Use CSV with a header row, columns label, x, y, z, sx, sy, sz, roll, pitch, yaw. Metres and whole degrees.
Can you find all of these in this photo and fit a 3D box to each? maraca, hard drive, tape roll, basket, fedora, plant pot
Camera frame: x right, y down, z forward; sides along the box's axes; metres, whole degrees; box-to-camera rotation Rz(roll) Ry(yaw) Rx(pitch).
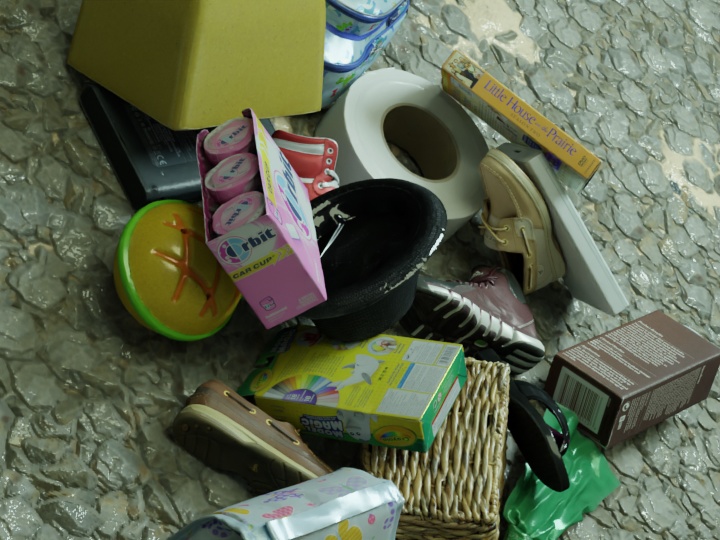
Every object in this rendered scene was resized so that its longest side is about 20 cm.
label,x,y,z,sx,sy,sz,roll,pitch,yaw
maraca,-0.158,-0.006,1.615,0.200,0.107,0.137,-24,96,-54
hard drive,0.221,-0.048,1.887,0.026,0.132,0.200,-33,105,-6
tape roll,0.049,-0.125,1.884,0.202,0.071,0.202,19,50,-25
hard drive,-0.176,-0.141,1.751,0.200,0.033,0.140,-14,69,-42
basket,0.071,0.201,1.669,0.143,0.149,0.200,4,50,6
fedora,0.000,0.000,1.654,0.201,0.201,0.092,-67,148,-44
plant pot,-0.154,-0.276,1.693,0.195,0.200,0.194,-14,35,-42

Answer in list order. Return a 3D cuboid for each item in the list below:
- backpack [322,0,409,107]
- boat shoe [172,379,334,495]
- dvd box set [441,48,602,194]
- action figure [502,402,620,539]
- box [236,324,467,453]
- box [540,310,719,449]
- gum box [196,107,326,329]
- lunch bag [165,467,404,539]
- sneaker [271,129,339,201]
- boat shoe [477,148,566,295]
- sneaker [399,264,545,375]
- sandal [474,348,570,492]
label,x,y,z,sx,sy,sz,roll,pitch,yaw
backpack,-0.052,-0.293,1.875,0.183,0.147,0.200,38,47,-5
boat shoe,-0.076,0.170,1.572,0.200,0.072,0.068,34,47,-9
dvd box set,0.175,-0.161,1.865,0.200,0.029,0.146,38,-1,6
action figure,0.190,0.234,1.741,0.118,0.055,0.200,47,40,-2
box,-0.011,0.110,1.622,0.200,0.048,0.117,8,39,24
box,0.302,0.117,1.874,0.200,0.075,0.100,-19,42,-42
gum box,-0.095,-0.055,1.588,0.114,0.066,0.200,57,12,-34
lunch bag,-0.074,0.249,1.424,0.170,0.200,0.127,-14,69,-43
sneaker,-0.030,-0.065,1.748,0.200,0.071,0.112,36,73,-16
boat shoe,0.167,-0.045,1.857,0.074,0.069,0.200,40,-16,49
sneaker,0.111,0.030,1.826,0.200,0.076,0.116,29,40,-32
sandal,0.175,0.144,1.733,0.048,0.075,0.200,-18,41,-11
